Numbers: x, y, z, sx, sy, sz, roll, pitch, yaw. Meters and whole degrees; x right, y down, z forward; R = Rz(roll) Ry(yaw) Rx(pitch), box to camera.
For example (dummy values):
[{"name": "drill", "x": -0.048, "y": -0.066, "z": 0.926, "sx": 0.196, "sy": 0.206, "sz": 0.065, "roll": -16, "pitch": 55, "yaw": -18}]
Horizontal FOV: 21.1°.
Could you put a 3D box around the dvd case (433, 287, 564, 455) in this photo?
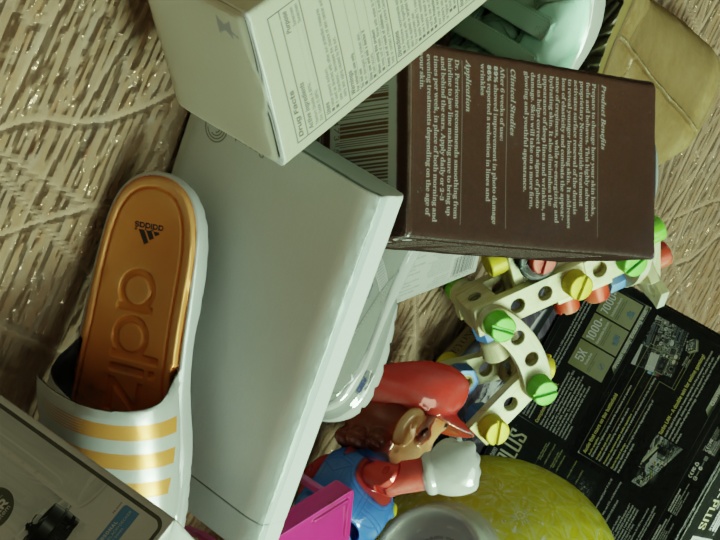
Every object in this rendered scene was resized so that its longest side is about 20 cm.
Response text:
[{"name": "dvd case", "x": 0.115, "y": 0.055, "z": 1.385, "sx": 0.200, "sy": 0.016, "sz": 0.149, "roll": -48, "pitch": 149, "yaw": -21}]

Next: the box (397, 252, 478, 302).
[{"name": "box", "x": 0.000, "y": 0.000, "z": 1.148, "sx": 0.199, "sy": 0.039, "sz": 0.042, "roll": -21, "pitch": 131, "yaw": -46}]

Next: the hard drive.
[{"name": "hard drive", "x": -0.063, "y": 0.025, "z": 0.985, "sx": 0.027, "sy": 0.132, "sz": 0.201, "roll": -2, "pitch": 118, "yaw": -51}]

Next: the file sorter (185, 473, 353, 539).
[{"name": "file sorter", "x": -0.102, "y": 0.199, "z": 1.086, "sx": 0.139, "sy": 0.125, "sz": 0.201, "roll": -28, "pitch": 137, "yaw": -39}]

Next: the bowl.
[{"name": "bowl", "x": 0.062, "y": 0.205, "z": 1.261, "sx": 0.201, "sy": 0.200, "sz": 0.108, "roll": -56, "pitch": 147, "yaw": -5}]

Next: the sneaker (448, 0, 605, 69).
[{"name": "sneaker", "x": 0.070, "y": -0.123, "z": 1.110, "sx": 0.118, "sy": 0.074, "sz": 0.202, "roll": -13, "pitch": 126, "yaw": -50}]

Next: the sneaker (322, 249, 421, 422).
[{"name": "sneaker", "x": -0.008, "y": -0.023, "z": 1.037, "sx": 0.082, "sy": 0.074, "sz": 0.201, "roll": 32, "pitch": 64, "yaw": -55}]

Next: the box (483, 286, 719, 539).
[{"name": "box", "x": 0.193, "y": 0.125, "z": 1.387, "sx": 0.201, "sy": 0.163, "sz": 0.086, "roll": -62, "pitch": 150, "yaw": 4}]

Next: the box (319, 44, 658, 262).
[{"name": "box", "x": 0.071, "y": -0.059, "z": 1.028, "sx": 0.199, "sy": 0.075, "sz": 0.101, "roll": 4, "pitch": 85, "yaw": -42}]

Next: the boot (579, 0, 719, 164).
[{"name": "boot", "x": 0.165, "y": -0.104, "z": 1.275, "sx": 0.176, "sy": 0.066, "sz": 0.200, "roll": -59, "pitch": 151, "yaw": 0}]

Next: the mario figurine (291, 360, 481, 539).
[{"name": "mario figurine", "x": 0.011, "y": 0.147, "z": 1.210, "sx": 0.200, "sy": 0.123, "sz": 0.106, "roll": -54, "pitch": 150, "yaw": -18}]

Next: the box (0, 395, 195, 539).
[{"name": "box", "x": -0.149, "y": 0.107, "z": 0.866, "sx": 0.060, "sy": 0.199, "sz": 0.117, "roll": -52, "pitch": 147, "yaw": -14}]

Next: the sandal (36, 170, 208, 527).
[{"name": "sandal", "x": -0.125, "y": 0.053, "z": 0.953, "sx": 0.059, "sy": 0.079, "sz": 0.208, "roll": -2, "pitch": 99, "yaw": -65}]

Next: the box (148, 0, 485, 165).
[{"name": "box", "x": -0.001, "y": -0.151, "z": 0.918, "sx": 0.200, "sy": 0.078, "sz": 0.095, "roll": -40, "pitch": 141, "yaw": -26}]

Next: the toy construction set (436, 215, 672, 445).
[{"name": "toy construction set", "x": 0.138, "y": 0.017, "z": 1.282, "sx": 0.199, "sy": 0.092, "sz": 0.132, "roll": -31, "pitch": 121, "yaw": -27}]
